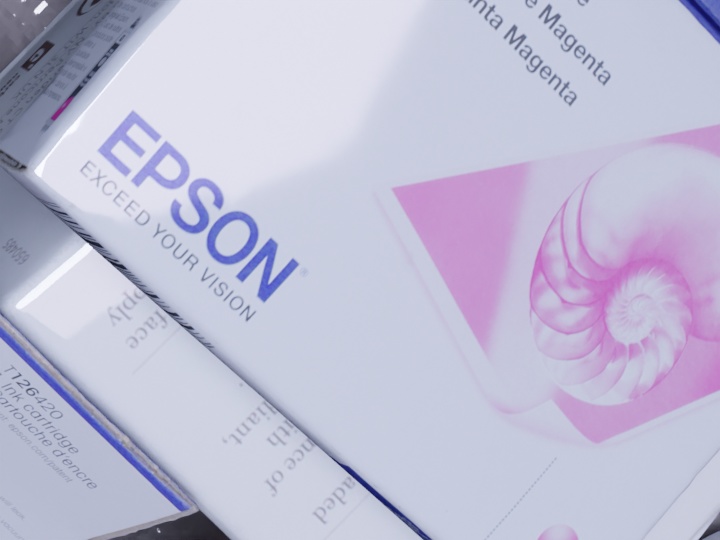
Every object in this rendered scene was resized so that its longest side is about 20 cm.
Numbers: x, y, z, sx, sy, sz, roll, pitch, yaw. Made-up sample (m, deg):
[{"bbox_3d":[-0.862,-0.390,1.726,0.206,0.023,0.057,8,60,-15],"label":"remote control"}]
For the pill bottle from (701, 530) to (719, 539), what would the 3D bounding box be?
[{"bbox_3d":[0.167,0.189,0.908,0.111,0.111,0.201,-27,112,-13],"label":"pill bottle"}]

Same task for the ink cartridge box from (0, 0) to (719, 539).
[{"bbox_3d":[0.044,-0.040,0.662,0.196,0.043,0.200,42,86,-24],"label":"ink cartridge box"}]

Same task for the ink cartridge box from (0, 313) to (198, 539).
[{"bbox_3d":[-0.167,0.015,0.703,0.198,0.200,0.047,47,41,-23],"label":"ink cartridge box"}]

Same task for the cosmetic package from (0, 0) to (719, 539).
[{"bbox_3d":[0.000,0.000,0.766,0.165,0.165,0.200,-45,114,-5],"label":"cosmetic package"}]
